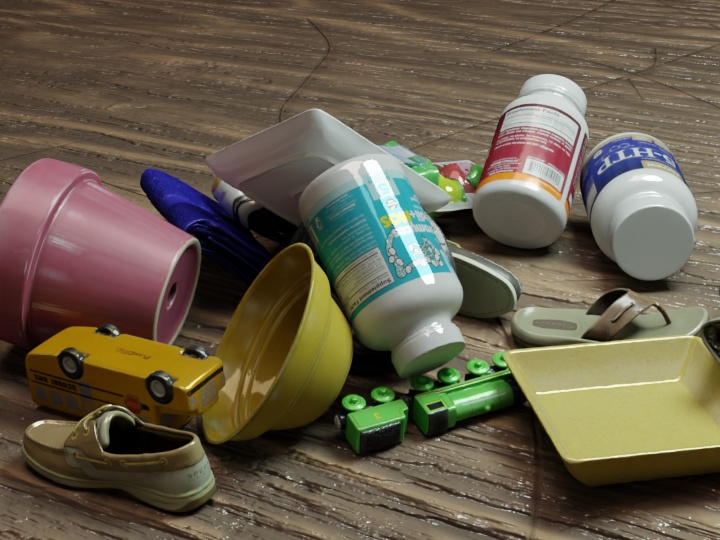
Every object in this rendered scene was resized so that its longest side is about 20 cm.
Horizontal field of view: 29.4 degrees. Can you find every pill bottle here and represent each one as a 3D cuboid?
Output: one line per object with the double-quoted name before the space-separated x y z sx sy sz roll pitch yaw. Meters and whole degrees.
"pill bottle" 0.026 -0.002 1.299 0.110 0.111 0.201 -16 69 -26
"pill bottle" 0.209 -0.134 1.639 0.112 0.113 0.201 6 53 20
"pill bottle" 0.319 -0.071 1.565 0.119 0.120 0.200 -2 25 3

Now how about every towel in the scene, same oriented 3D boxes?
"towel" -0.169 -0.050 1.570 0.050 0.148 0.200 -51 32 2

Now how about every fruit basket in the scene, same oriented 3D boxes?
"fruit basket" 0.095 -0.113 1.720 0.199 0.094 0.185 -11 25 -23

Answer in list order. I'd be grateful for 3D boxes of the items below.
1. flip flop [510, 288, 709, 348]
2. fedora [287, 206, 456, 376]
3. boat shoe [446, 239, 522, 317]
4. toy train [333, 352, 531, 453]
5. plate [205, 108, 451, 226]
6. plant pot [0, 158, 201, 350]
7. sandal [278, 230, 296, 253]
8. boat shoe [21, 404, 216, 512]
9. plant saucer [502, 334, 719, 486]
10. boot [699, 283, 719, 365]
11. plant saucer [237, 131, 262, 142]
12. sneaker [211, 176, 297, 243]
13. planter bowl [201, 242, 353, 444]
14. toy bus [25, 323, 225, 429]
"flip flop" 0.251 0.047 1.389 0.199 0.058 0.081 3 25 14
"fedora" 0.020 0.014 1.411 0.200 0.202 0.092 8 -6 24
"boat shoe" 0.096 -0.001 1.497 0.201 0.072 0.061 14 34 38
"toy train" 0.072 0.123 1.273 0.199 0.042 0.056 -14 37 -22
"plate" -0.038 -0.087 1.462 0.200 0.199 0.032 -17 51 47
"plant pot" -0.271 0.002 1.425 0.178 0.201 0.200 17 28 7
"sandal" 0.000 0.000 1.507 0.199 0.082 0.055 5 6 26
"boat shoe" -0.215 0.153 1.209 0.199 0.067 0.074 8 27 24
"plant saucer" 0.245 0.128 1.219 0.199 0.049 0.200 -4 24 -9
"boot" 0.380 0.052 1.310 0.200 0.073 0.181 -15 26 -42
"plant saucer" -0.049 -0.117 1.606 0.200 0.036 0.200 29 5 -3
"sneaker" -0.087 -0.059 1.613 0.200 0.076 0.088 13 30 -47
"planter bowl" -0.064 0.083 1.272 0.083 0.201 0.201 27 16 -20
"toy bus" -0.223 0.105 1.300 0.199 0.079 0.065 11 28 29
